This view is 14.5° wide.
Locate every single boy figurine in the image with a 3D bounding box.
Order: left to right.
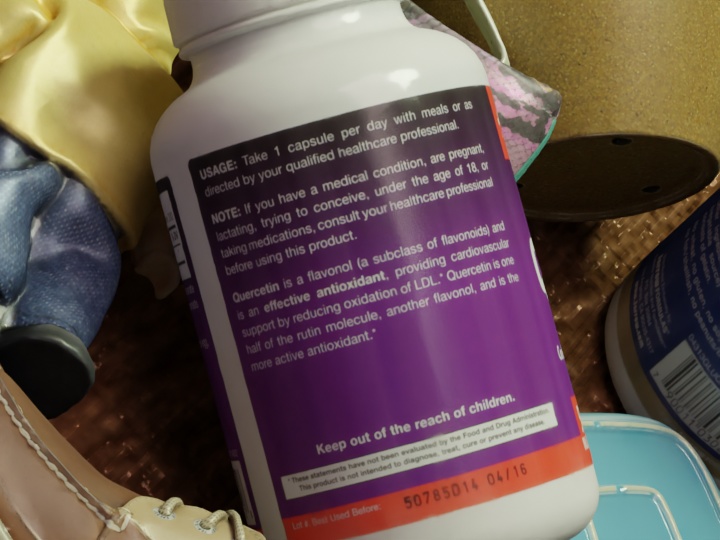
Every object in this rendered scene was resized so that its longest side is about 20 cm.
[{"bbox_3d":[-0.104,-0.047,0.934,0.124,0.064,0.200,36,42,-23],"label":"boy figurine"}]

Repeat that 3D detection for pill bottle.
[{"bbox_3d":[0.000,0.000,0.902,0.112,0.112,0.200,-14,89,-41],"label":"pill bottle"},{"bbox_3d":[0.185,-0.007,1.014,0.111,0.200,0.111,19,49,-24],"label":"pill bottle"}]

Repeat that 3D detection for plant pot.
[{"bbox_3d":[0.081,-0.127,1.064,0.186,0.186,0.200,7,67,-31],"label":"plant pot"}]

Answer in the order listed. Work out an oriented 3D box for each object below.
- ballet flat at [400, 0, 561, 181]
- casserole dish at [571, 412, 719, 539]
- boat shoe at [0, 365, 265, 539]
[{"bbox_3d":[-0.006,-0.102,1.002,0.071,0.069,0.200,-42,69,-10],"label":"ballet flat"},{"bbox_3d":[0.094,0.125,0.968,0.121,0.039,0.200,2,58,-34],"label":"casserole dish"},{"bbox_3d":[-0.056,0.101,0.839,0.072,0.076,0.200,-35,89,-2],"label":"boat shoe"}]
